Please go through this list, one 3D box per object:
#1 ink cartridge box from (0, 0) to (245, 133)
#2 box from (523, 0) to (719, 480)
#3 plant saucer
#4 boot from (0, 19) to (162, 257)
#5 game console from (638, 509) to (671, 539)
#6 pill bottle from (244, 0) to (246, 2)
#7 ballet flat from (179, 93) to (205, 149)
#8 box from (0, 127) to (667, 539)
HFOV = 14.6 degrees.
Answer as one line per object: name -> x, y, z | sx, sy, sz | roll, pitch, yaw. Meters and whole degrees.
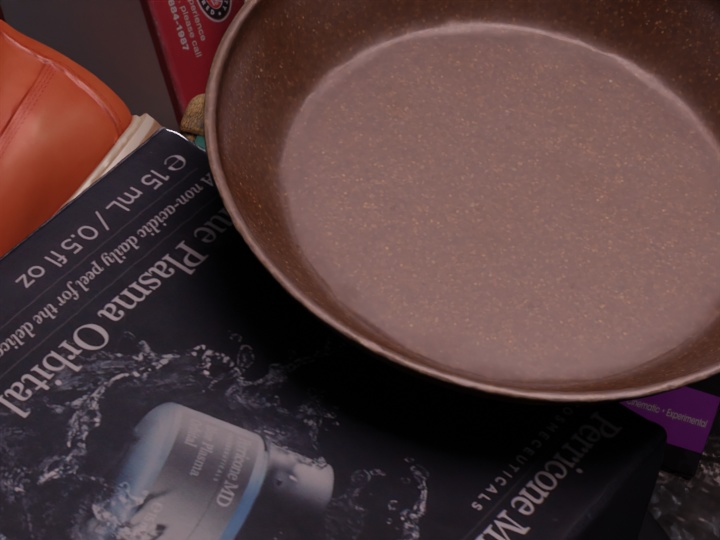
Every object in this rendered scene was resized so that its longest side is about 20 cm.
ink cartridge box -> -0.033, -0.084, 1.090 | 0.083, 0.146, 0.200 | -8, 15, 40
box -> 0.095, -0.037, 0.987 | 0.143, 0.201, 0.036 | 18, 3, -41
plant saucer -> 0.049, -0.031, 0.869 | 0.200, 0.037, 0.201 | 5, 51, -6
boot -> -0.154, -0.009, 0.932 | 0.107, 0.075, 0.200 | 45, 51, -10
game console -> 0.020, 0.102, 0.969 | 0.199, 0.031, 0.177 | -10, 42, -34
pill bottle -> 0.049, -0.075, 1.035 | 0.200, 0.111, 0.111 | 36, 17, -42
ballet flat -> 0.000, 0.000, 1.004 | 0.200, 0.071, 0.071 | 32, 17, -46
box -> -0.047, 0.088, 0.849 | 0.200, 0.118, 0.197 | 31, 49, 19
